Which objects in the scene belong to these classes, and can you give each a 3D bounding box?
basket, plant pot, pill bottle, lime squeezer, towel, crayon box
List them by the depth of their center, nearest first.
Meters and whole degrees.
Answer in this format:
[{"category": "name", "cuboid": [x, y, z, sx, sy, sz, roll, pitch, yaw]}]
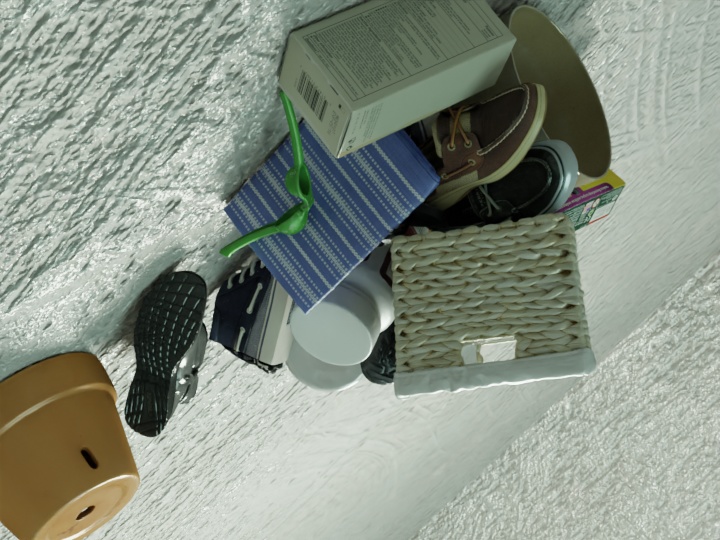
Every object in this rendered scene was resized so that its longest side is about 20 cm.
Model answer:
[{"category": "lime squeezer", "cuboid": [-0.075, -0.081, 1.336, 0.038, 0.070, 0.202, -35, 155, -51]}, {"category": "towel", "cuboid": [-0.030, -0.076, 1.361, 0.200, 0.145, 0.024, -44, 168, 18]}, {"category": "basket", "cuboid": [0.134, 0.039, 1.391, 0.195, 0.164, 0.200, -7, 176, 10]}, {"category": "plant pot", "cuboid": [-0.327, 0.205, 1.464, 0.199, 0.141, 0.201, -35, 161, -14]}, {"category": "plant pot", "cuboid": [0.164, -0.165, 1.479, 0.133, 0.203, 0.199, -26, 170, 32]}, {"category": "pill bottle", "cuboid": [0.000, 0.000, 1.507, 0.115, 0.113, 0.201, -60, -177, 48]}, {"category": "crayon box", "cuboid": [0.191, -0.114, 1.615, 0.199, 0.172, 0.059, -22, 147, -45]}, {"category": "pill bottle", "cuboid": [-0.043, 0.080, 1.663, 0.113, 0.114, 0.200, -37, -175, -3]}]

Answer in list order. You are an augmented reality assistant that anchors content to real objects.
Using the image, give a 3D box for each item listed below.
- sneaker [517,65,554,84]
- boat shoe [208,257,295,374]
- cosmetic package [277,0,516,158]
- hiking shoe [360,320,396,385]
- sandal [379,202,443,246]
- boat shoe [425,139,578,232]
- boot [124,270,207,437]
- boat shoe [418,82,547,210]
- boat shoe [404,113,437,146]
[{"category": "sneaker", "cuboid": [0.239, -0.225, 1.621, 0.199, 0.079, 0.116, -20, 156, -45]}, {"category": "boat shoe", "cuboid": [-0.110, 0.008, 1.529, 0.075, 0.092, 0.203, -8, 116, -71]}, {"category": "cosmetic package", "cuboid": [0.034, -0.195, 1.266, 0.198, 0.104, 0.073, -26, 158, -29]}, {"category": "hiking shoe", "cuboid": [0.059, 0.049, 1.571, 0.201, 0.076, 0.100, -51, -157, -20]}, {"category": "sandal", "cuboid": [-0.005, -0.052, 1.409, 0.075, 0.198, 0.049, 31, 68, -60]}, {"category": "boat shoe", "cuboid": [0.137, -0.072, 1.381, 0.070, 0.073, 0.199, -13, 169, -37]}, {"category": "boot", "cuboid": [-0.203, 0.074, 1.514, 0.132, 0.069, 0.202, -52, 165, -68]}, {"category": "boat shoe", "cuboid": [0.099, -0.124, 1.327, 0.071, 0.073, 0.199, 20, 147, -29]}, {"category": "boat shoe", "cuboid": [0.032, -0.139, 1.418, 0.092, 0.075, 0.201, -24, 150, -3]}]
